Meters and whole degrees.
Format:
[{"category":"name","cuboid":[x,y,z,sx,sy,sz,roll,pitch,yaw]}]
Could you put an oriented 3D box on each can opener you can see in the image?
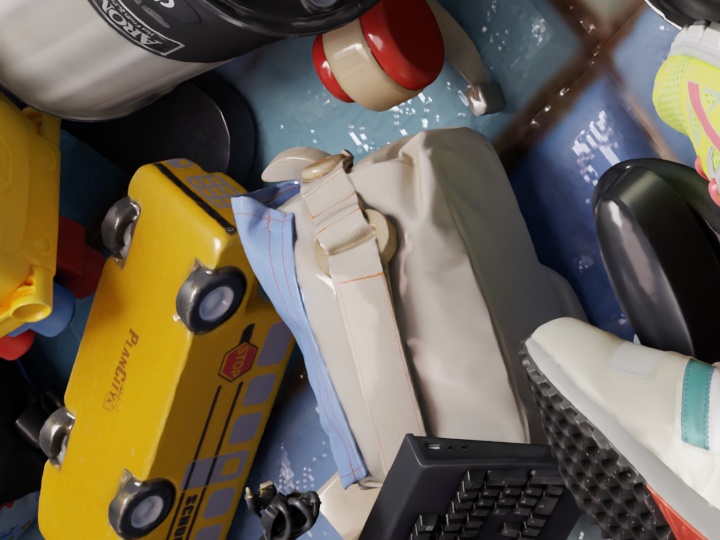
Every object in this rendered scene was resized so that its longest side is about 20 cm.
[{"category":"can opener","cuboid":[0.135,0.050,0.908,0.063,0.079,0.201,-9,109,50]}]

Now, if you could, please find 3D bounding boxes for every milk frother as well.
[{"category":"milk frother","cuboid":[-0.058,-0.178,0.961,0.188,0.200,0.181,-12,111,59]}]

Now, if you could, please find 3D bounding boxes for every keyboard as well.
[{"category":"keyboard","cuboid":[0.010,0.117,0.949,0.200,0.126,0.021,109,163,-55]}]

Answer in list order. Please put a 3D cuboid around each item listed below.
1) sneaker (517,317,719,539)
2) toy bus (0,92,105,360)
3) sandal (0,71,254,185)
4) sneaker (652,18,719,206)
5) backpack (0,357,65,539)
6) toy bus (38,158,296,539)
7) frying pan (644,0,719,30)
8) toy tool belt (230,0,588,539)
[{"category":"sneaker","cuboid":[0.136,0.066,0.815,0.200,0.093,0.071,41,158,48]},{"category":"toy bus","cuboid":[-0.212,-0.008,1.042,0.200,0.192,0.136,-26,51,31]},{"category":"sandal","cuboid":[-0.133,-0.090,1.087,0.200,0.043,0.076,27,117,30]},{"category":"sneaker","cuboid":[0.147,-0.020,0.820,0.091,0.078,0.200,-64,29,9]},{"category":"backpack","cuboid":[-0.260,0.088,1.168,0.183,0.147,0.200,53,130,17]},{"category":"toy bus","cuboid":[-0.080,0.050,1.058,0.065,0.078,0.201,41,124,35]},{"category":"frying pan","cuboid":[0.132,-0.174,0.867,0.115,0.031,0.191,-5,95,38]},{"category":"toy tool belt","cuboid":[0.000,0.000,0.960,0.123,0.125,0.201,-23,86,31]}]
